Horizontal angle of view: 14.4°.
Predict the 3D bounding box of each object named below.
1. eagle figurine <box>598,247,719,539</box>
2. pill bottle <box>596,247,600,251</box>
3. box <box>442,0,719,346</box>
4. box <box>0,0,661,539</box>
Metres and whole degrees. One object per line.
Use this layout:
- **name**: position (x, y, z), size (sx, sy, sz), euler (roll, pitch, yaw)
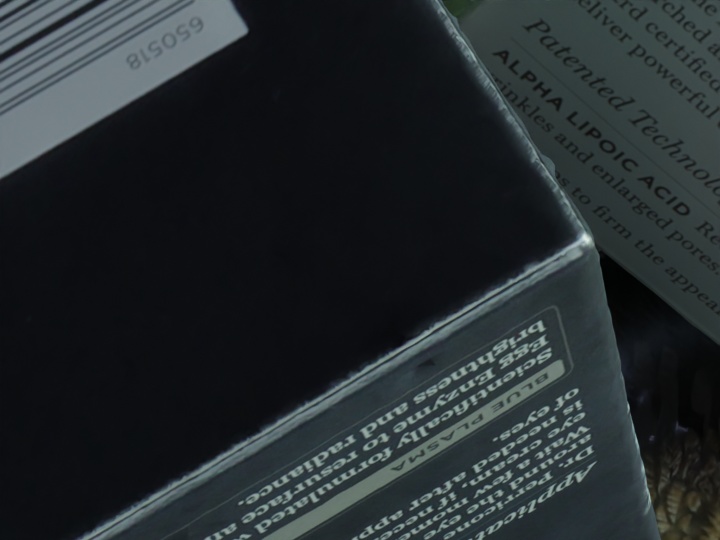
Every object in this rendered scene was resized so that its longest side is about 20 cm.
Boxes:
- **eagle figurine**: position (0.084, 0.108, 0.766), size (0.150, 0.152, 0.201), euler (-6, 65, -38)
- **pill bottle**: position (0.146, -0.034, 0.870), size (0.199, 0.111, 0.112), euler (9, 60, -31)
- **box**: position (0.147, -0.080, 0.734), size (0.200, 0.131, 0.199), euler (39, 48, -12)
- **box**: position (-0.042, -0.018, 0.554), size (0.197, 0.117, 0.200), euler (59, -3, 23)
